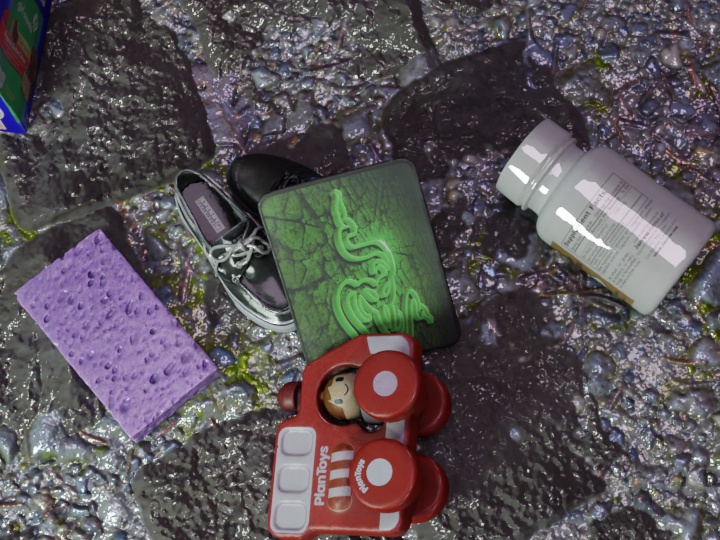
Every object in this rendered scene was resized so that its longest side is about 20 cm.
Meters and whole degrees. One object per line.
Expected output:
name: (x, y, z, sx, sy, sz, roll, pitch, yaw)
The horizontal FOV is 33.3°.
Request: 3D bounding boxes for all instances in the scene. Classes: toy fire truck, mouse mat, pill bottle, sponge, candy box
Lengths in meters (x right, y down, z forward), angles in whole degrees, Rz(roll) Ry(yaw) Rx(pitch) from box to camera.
toy fire truck: (-0.008, 0.159, 1.159, 0.168, 0.112, 0.200, -3, 72, 20)
mouse mat: (0.000, 0.000, 1.183, 0.161, 0.008, 0.200, -14, 108, 8)
pill bottle: (0.240, -0.058, 1.200, 0.200, 0.114, 0.114, 38, 79, 12)
sponge: (-0.248, 0.064, 1.226, 0.112, 0.030, 0.200, -40, 76, -9)
candy box: (-0.382, -0.267, 1.252, 0.077, 0.169, 0.200, 5, 74, 0)

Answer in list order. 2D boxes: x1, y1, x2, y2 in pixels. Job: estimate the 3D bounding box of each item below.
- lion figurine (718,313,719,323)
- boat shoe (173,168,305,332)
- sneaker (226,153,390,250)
lion figurine: (0.448, 0.069, 1.179, 0.122, 0.073, 0.200, -18, 63, -38)
boat shoe: (-0.123, -0.024, 1.226, 0.074, 0.068, 0.200, -32, 76, -7)
sneaker: (-0.047, -0.072, 1.231, 0.200, 0.082, 0.073, 27, 76, 9)
